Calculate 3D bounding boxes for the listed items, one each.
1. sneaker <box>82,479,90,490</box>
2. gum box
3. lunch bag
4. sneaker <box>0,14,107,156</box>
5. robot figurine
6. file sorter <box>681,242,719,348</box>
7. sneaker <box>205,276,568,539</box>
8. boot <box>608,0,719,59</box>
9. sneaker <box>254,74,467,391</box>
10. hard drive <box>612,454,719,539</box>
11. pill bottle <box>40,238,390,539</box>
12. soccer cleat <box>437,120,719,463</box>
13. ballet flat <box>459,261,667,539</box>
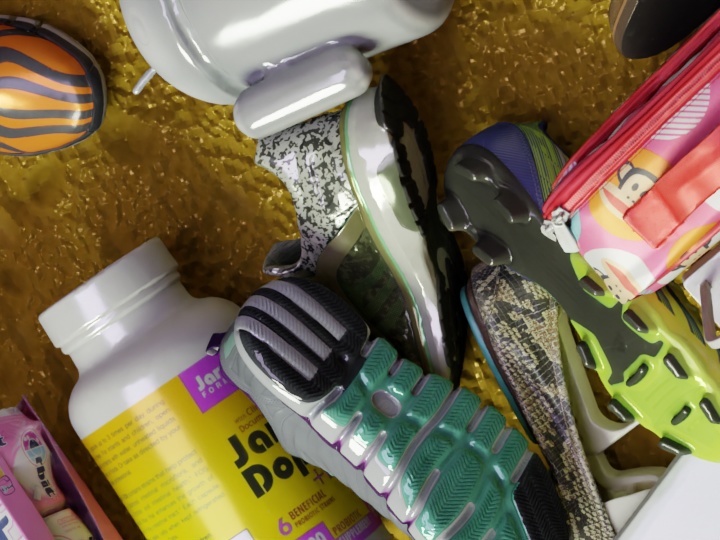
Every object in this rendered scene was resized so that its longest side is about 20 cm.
[{"bbox_3d":[-0.146,0.191,1.606,0.200,0.088,0.081,43,119,7],"label":"sneaker"},{"bbox_3d":[-0.208,0.165,1.543,0.200,0.066,0.114,-43,76,32],"label":"gum box"},{"bbox_3d":[0.172,-0.072,1.321,0.082,0.176,0.200,46,118,1],"label":"lunch bag"},{"bbox_3d":[-0.235,-0.088,1.545,0.199,0.112,0.078,8,110,23],"label":"sneaker"},{"bbox_3d":[-0.033,-0.147,1.430,0.199,0.113,0.171,-18,58,29],"label":"robot figurine"},{"bbox_3d":[0.258,0.047,1.311,0.139,0.125,0.200,-41,99,13],"label":"file sorter"},{"bbox_3d":[0.014,0.084,1.449,0.200,0.074,0.087,45,156,-5],"label":"sneaker"},{"bbox_3d":[0.155,-0.192,1.364,0.075,0.073,0.201,39,116,31],"label":"boot"},{"bbox_3d":[0.000,0.000,1.464,0.088,0.077,0.201,-6,119,15],"label":"sneaker"},{"bbox_3d":[0.208,0.118,1.418,0.132,0.027,0.200,36,104,2],"label":"hard drive"},{"bbox_3d":[-0.077,0.087,1.523,0.104,0.104,0.201,-34,91,30],"label":"pill bottle"},{"bbox_3d":[0.123,0.003,1.412,0.200,0.084,0.065,47,140,18],"label":"soccer cleat"},{"bbox_3d":[0.111,0.084,1.470,0.075,0.068,0.201,-16,97,13],"label":"ballet flat"}]
